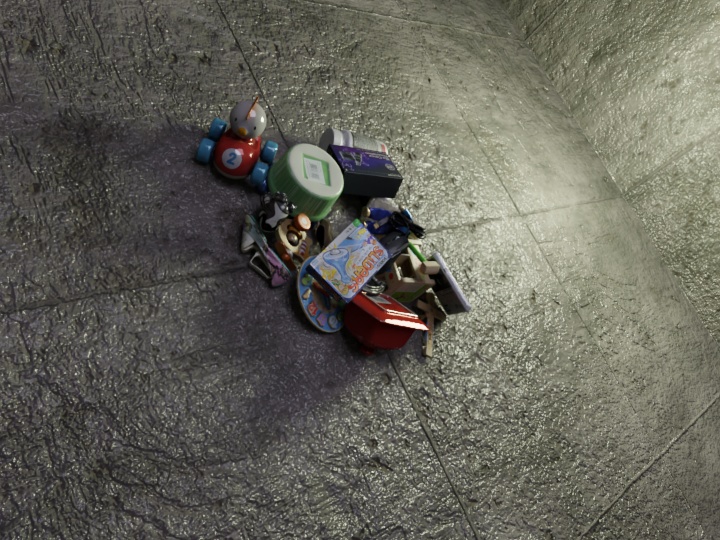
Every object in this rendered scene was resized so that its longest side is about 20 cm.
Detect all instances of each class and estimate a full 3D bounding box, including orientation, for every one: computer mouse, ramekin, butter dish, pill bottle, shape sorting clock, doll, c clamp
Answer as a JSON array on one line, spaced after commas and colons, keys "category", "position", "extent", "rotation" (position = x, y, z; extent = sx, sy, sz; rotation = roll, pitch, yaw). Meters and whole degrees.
[{"category": "computer mouse", "position": [0.069, -0.087, 1.650], "extent": [0.199, 0.046, 0.140], "rotation": [-40, 56, -14]}, {"category": "ramekin", "position": [-0.141, -0.243, 1.638], "extent": [0.198, 0.098, 0.202], "rotation": [20, 51, -27]}, {"category": "butter dish", "position": [0.039, 0.146, 1.564], "extent": [0.198, 0.149, 0.199], "rotation": [13, 16, -43]}, {"category": "pill bottle", "position": [-0.024, -0.367, 1.880], "extent": [0.198, 0.114, 0.115], "rotation": [11, 55, -34]}, {"category": "shape sorting clock", "position": [-0.090, 0.058, 1.557], "extent": [0.199, 0.039, 0.203], "rotation": [21, 62, -45]}, {"category": "doll", "position": [0.093, -0.126, 1.776], "extent": [0.197, 0.138, 0.048], "rotation": [10, 13, -23]}, {"category": "c clamp", "position": [0.000, 0.000, 1.630], "extent": [0.170, 0.027, 0.200], "rotation": [8, 31, -50]}]

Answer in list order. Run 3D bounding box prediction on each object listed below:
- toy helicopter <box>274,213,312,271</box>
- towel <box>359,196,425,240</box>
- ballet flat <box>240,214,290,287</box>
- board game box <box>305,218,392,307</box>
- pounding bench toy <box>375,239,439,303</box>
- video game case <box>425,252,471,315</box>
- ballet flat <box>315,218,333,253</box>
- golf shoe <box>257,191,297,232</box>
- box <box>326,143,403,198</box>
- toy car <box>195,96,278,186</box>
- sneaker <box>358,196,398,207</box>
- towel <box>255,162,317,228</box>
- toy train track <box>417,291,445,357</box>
[{"category": "toy helicopter", "position": [-0.157, -0.039, 1.578], "extent": [0.201, 0.078, 0.132], "rotation": [58, 36, -9]}, {"category": "towel", "position": [0.087, -0.126, 1.818], "extent": [0.199, 0.034, 0.134], "rotation": [32, 86, -21]}, {"category": "ballet flat", "position": [-0.252, -0.046, 1.516], "extent": [0.071, 0.069, 0.201], "rotation": [-32, 83, -20]}, {"category": "board game box", "position": [-0.027, -0.021, 1.524], "extent": [0.135, 0.034, 0.200], "rotation": [45, 56, -2]}, {"category": "pounding bench toy", "position": [0.130, -0.023, 1.707], "extent": [0.123, 0.200, 0.158], "rotation": [3, 60, -37]}, {"category": "video game case", "position": [0.240, 0.042, 1.762], "extent": [0.023, 0.200, 0.183], "rotation": [-31, 88, -9]}, {"category": "ballet flat", "position": [-0.098, -0.082, 1.620], "extent": [0.046, 0.068, 0.201], "rotation": [2, 31, -16]}, {"category": "golf shoe", "position": [-0.231, -0.144, 1.532], "extent": [0.078, 0.200, 0.095], "rotation": [40, 78, -15]}, {"category": "box", "position": [0.005, -0.288, 1.772], "extent": [0.198, 0.079, 0.142], "rotation": [1, 45, -31]}, {"category": "toy car", "position": [-0.300, -0.355, 1.558], "extent": [0.182, 0.201, 0.178], "rotation": [22, 48, -8]}, {"category": "sneaker", "position": [0.035, -0.207, 1.851], "extent": [0.200, 0.070, 0.100], "rotation": [45, 47, -4]}, {"category": "towel", "position": [-0.189, -0.208, 1.683], "extent": [0.199, 0.048, 0.112], "rotation": [35, 46, -16]}, {"category": "toy train track", "position": [0.193, 0.158, 1.761], "extent": [0.114, 0.032, 0.202], "rotation": [29, 52, -31]}]
